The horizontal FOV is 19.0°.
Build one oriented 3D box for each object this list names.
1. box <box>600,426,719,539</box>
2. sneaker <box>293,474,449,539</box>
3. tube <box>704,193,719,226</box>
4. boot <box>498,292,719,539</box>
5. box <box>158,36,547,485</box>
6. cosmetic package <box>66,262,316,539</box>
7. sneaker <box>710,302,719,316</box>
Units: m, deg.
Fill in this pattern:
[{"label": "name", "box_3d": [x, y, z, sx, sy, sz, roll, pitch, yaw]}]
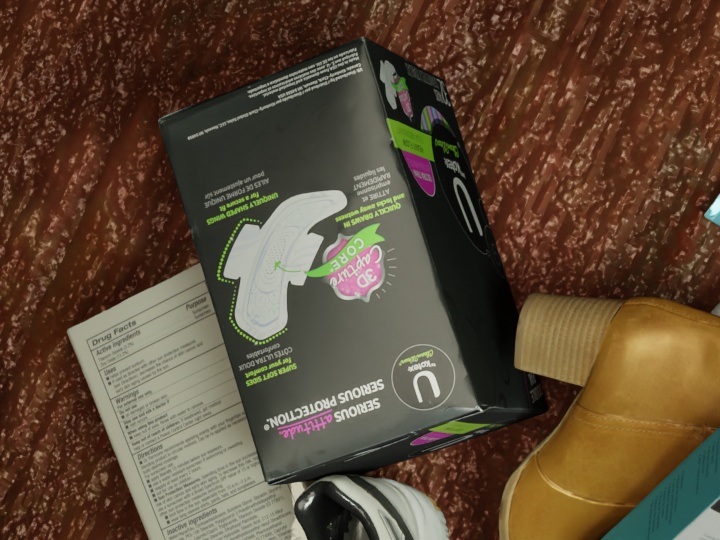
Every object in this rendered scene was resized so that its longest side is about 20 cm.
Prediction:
[{"label": "box", "box_3d": [0.164, 0.150, 1.050, 0.082, 0.049, 0.200, 25, 135, -13]}, {"label": "sneaker", "box_3d": [0.003, 0.197, 1.081, 0.076, 0.088, 0.201, -29, 56, 29]}, {"label": "tube", "box_3d": [0.276, -0.005, 1.097, 0.200, 0.050, 0.078, 37, 93, 23]}, {"label": "boot", "box_3d": [0.148, 0.108, 1.085, 0.144, 0.071, 0.202, 13, 120, 27]}, {"label": "box", "box_3d": [0.000, 0.000, 1.140, 0.124, 0.148, 0.201, -19, 80, 17]}, {"label": "cosmetic package", "box_3d": [-0.074, 0.104, 1.203, 0.103, 0.073, 0.201, -25, 79, 18]}, {"label": "sneaker", "box_3d": [0.255, 0.077, 1.085, 0.200, 0.070, 0.080, 42, 98, 18]}]
